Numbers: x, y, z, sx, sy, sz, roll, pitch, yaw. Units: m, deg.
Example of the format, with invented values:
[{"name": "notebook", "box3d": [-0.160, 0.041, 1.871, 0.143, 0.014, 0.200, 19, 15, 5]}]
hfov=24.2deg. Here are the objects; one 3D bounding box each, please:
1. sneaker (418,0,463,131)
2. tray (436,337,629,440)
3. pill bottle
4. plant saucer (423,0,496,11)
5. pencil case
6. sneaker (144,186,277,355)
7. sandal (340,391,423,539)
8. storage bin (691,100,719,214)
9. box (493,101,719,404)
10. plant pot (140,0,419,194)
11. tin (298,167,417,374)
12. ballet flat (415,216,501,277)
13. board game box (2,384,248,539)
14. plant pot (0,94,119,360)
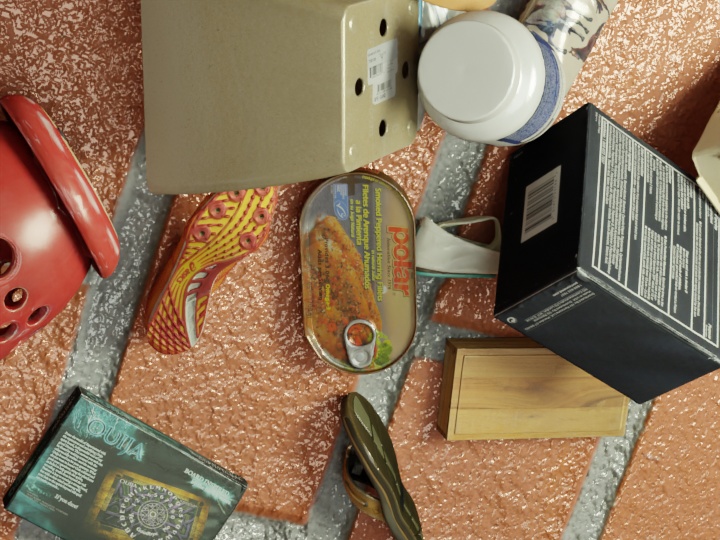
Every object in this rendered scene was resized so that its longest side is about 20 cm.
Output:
[{"name": "sneaker", "box3d": [0.065, -0.227, 1.554, 0.086, 0.075, 0.202, -5, 108, -22]}, {"name": "tray", "box3d": [0.181, 0.121, 1.717, 0.198, 0.037, 0.099, 0, 107, -19]}, {"name": "pill bottle", "box3d": [0.111, -0.166, 1.456, 0.110, 0.200, 0.112, 1, 92, 15]}, {"name": "plant saucer", "box3d": [0.049, -0.308, 1.456, 0.199, 0.201, 0.038, 22, 129, -23]}, {"name": "pencil case", "box3d": [0.182, -0.230, 1.584, 0.089, 0.078, 0.201, 24, 99, -37]}, {"name": "sneaker", "box3d": [-0.145, -0.018, 1.540, 0.073, 0.077, 0.200, 29, 109, -23]}, {"name": "sandal", "box3d": [0.014, 0.216, 1.683, 0.054, 0.082, 0.201, -16, 120, 11]}, {"name": "storage bin", "box3d": [0.438, -0.111, 1.646, 0.199, 0.093, 0.201, 49, 56, -24]}, {"name": "box", "box3d": [0.241, -0.012, 1.591, 0.198, 0.201, 0.123, 30, 140, -25]}, {"name": "plant pot", "box3d": [-0.056, -0.170, 1.424, 0.199, 0.176, 0.202, -28, 124, -57]}, {"name": "tin", "box3d": [0.000, 0.000, 1.603, 0.111, 0.042, 0.202, 1, 108, 7]}, {"name": "ballet flat", "box3d": [0.143, -0.018, 1.649, 0.198, 0.069, 0.070, 7, 105, -16]}, {"name": "board game box", "box3d": [-0.224, 0.215, 1.619, 0.199, 0.028, 0.136, 33, 94, -23]}, {"name": "plant pot", "box3d": [-0.314, -0.034, 1.422, 0.182, 0.200, 0.201, -30, 113, -10]}]
